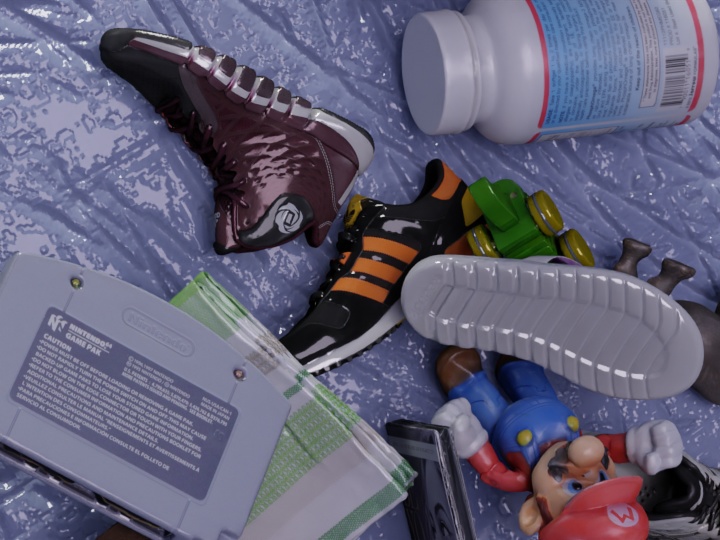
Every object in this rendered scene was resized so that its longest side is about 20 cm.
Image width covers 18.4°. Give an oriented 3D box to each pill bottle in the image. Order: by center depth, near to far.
[{"bbox_3d":[0.135,-0.144,1.516,0.199,0.109,0.109,-7,89,-19],"label":"pill bottle"}]

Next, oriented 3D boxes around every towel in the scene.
[{"bbox_3d":[-0.082,0.117,1.431,0.200,0.031,0.149,44,105,-11],"label":"towel"}]

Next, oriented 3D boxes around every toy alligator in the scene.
[{"bbox_3d":[0.128,-0.003,1.491,0.059,0.054,0.200,-31,124,16],"label":"toy alligator"}]

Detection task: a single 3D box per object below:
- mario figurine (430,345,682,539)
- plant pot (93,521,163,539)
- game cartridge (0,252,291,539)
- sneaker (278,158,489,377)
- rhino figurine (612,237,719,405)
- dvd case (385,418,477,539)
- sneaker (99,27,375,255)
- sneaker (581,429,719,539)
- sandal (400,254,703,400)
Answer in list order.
[{"bbox_3d":[0.128,0.105,1.447,0.123,0.200,0.106,-41,136,6],"label":"mario figurine"},{"bbox_3d":[-0.106,0.251,1.387,0.187,0.187,0.200,-36,84,-17],"label":"plant pot"},{"bbox_3d":[-0.145,0.078,1.346,0.200,0.041,0.133,31,64,-15],"label":"game cartridge"},{"bbox_3d":[0.000,0.000,1.484,0.200,0.070,0.090,-32,94,-24],"label":"sneaker"},{"bbox_3d":[0.259,0.052,1.570,0.199,0.060,0.088,21,100,-17],"label":"rhino figurine"},{"bbox_3d":[0.058,0.198,1.447,0.016,0.149,0.201,-13,91,-11],"label":"dvd case"},{"bbox_3d":[-0.094,-0.074,1.453,0.199,0.076,0.116,24,82,-17],"label":"sneaker"},{"bbox_3d":[0.224,0.164,1.539,0.199,0.088,0.076,16,80,-19],"label":"sneaker"},{"bbox_3d":[0.128,0.025,1.450,0.202,0.050,0.083,16,111,-1],"label":"sandal"}]
